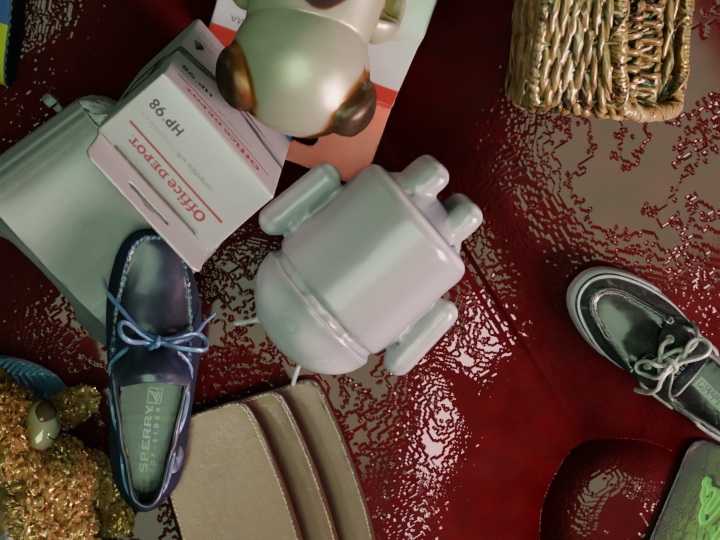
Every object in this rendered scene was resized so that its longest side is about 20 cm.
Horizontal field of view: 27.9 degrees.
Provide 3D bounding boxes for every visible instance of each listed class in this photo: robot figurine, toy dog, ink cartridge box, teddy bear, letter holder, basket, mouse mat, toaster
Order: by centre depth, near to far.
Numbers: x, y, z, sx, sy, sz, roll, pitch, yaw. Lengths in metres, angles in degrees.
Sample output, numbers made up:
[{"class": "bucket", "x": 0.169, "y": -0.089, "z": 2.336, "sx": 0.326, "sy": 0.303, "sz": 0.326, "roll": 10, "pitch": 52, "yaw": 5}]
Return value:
[{"class": "toy dog", "x": -0.022, "y": -0.190, "z": 0.991, "sx": 0.138, "sy": 0.194, "sz": 0.202, "roll": 12, "pitch": 99, "yaw": -16}, {"class": "ink cartridge box", "x": -0.114, "y": -0.093, "z": 1.028, "sx": 0.067, "sy": 0.200, "sz": 0.116, "roll": -37, "pitch": 107, "yaw": 17}, {"class": "basket", "x": 0.194, "y": -0.212, "z": 1.068, "sx": 0.148, "sy": 0.143, "sz": 0.202, "roll": 5, "pitch": 99, "yaw": -3}, {"class": "toaster", "x": -0.189, "y": -0.037, "z": 1.090, "sx": 0.129, "sy": 0.114, "sz": 0.200, "roll": -42, "pitch": 101, "yaw": 1}, {"class": "teddy bear", "x": -0.225, "y": 0.157, "z": 1.092, "sx": 0.066, "sy": 0.145, "sz": 0.201, "roll": -2, "pitch": 118, "yaw": 30}, {"class": "robot figurine", "x": 0.000, "y": 0.000, "z": 1.106, "sx": 0.200, "sy": 0.113, "sz": 0.170, "roll": -40, "pitch": 98, "yaw": 3}, {"class": "ink cartridge box", "x": -0.036, "y": -0.183, "z": 1.108, "sx": 0.161, "sy": 0.050, "sz": 0.202, "roll": 19, "pitch": 94, "yaw": -6}, {"class": "letter holder", "x": -0.064, "y": 0.195, "z": 1.120, "sx": 0.141, "sy": 0.101, "sz": 0.202, "roll": -17, "pitch": 87, "yaw": -2}, {"class": "mouse mat", "x": 0.313, "y": 0.256, "z": 1.219, "sx": 0.160, "sy": 0.008, "sz": 0.201, "roll": 20, "pitch": 96, "yaw": -6}]

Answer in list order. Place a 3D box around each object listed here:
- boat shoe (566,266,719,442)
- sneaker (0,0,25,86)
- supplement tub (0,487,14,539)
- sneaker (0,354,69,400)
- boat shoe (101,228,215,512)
[{"class": "boat shoe", "x": 0.248, "y": 0.074, "z": 1.154, "sx": 0.074, "sy": 0.068, "sz": 0.199, "roll": -44, "pitch": 99, "yaw": 4}, {"class": "sneaker", "x": -0.284, "y": -0.239, "z": 1.076, "sx": 0.078, "sy": 0.066, "sz": 0.202, "roll": 10, "pitch": 98, "yaw": -1}, {"class": "supplement tub", "x": -0.335, "y": 0.230, "z": 1.067, "sx": 0.143, "sy": 0.200, "sz": 0.146, "roll": 3, "pitch": 103, "yaw": 12}, {"class": "sneaker", "x": -0.324, "y": 0.096, "z": 1.125, "sx": 0.198, "sy": 0.081, "sz": 0.077, "roll": 5, "pitch": 97, "yaw": -24}, {"class": "boat shoe", "x": -0.141, "y": 0.072, "z": 1.029, "sx": 0.083, "sy": 0.069, "sz": 0.202, "roll": -5, "pitch": 97, "yaw": -11}]
